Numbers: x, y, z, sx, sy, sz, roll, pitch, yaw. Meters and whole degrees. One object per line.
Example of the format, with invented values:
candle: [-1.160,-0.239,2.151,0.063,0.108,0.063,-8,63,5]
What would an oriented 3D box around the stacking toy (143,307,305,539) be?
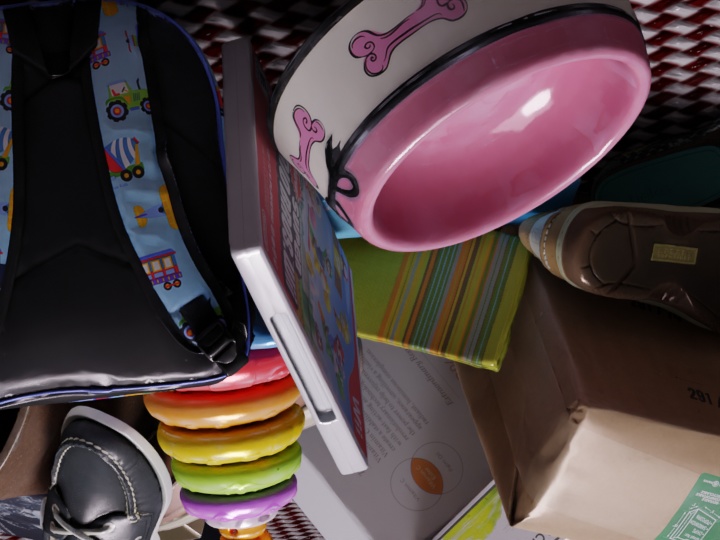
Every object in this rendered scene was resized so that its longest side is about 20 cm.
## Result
stacking toy: [-0.072,0.108,1.246,0.115,0.201,0.110,-3,-167,13]

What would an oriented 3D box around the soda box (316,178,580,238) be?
soda box: [0.023,-0.061,1.253,0.198,0.065,0.068,-4,161,-4]

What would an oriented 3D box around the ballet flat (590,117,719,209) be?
ballet flat: [0.239,-0.069,1.320,0.199,0.075,0.074,-11,161,20]

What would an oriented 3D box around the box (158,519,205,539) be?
box: [-0.131,0.094,1.474,0.121,0.201,0.032,-15,137,41]

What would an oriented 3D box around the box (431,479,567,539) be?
box: [0.132,0.148,1.410,0.117,0.060,0.200,-48,167,30]

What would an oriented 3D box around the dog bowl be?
dog bowl: [0.057,-0.085,1.076,0.199,0.074,0.200,-25,159,-10]

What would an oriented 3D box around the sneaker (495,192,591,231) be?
sneaker: [0.161,-0.009,1.431,0.199,0.076,0.070,5,158,-28]

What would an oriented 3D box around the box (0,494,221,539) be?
box: [-0.199,0.143,1.628,0.199,0.118,0.197,11,163,7]

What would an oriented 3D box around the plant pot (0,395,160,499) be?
plant pot: [-0.224,0.063,1.368,0.199,0.202,0.198,-16,166,28]

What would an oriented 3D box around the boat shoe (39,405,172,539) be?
boat shoe: [-0.157,0.152,1.295,0.075,0.060,0.201,23,149,15]

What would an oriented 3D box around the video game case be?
video game case: [-0.034,-0.005,1.134,0.017,0.144,0.200,-13,140,9]

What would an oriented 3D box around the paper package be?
paper package: [0.171,0.079,1.311,0.199,0.191,0.104,15,124,-24]

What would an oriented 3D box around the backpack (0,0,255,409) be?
backpack: [-0.149,-0.033,1.110,0.181,0.202,0.135,-7,177,-4]

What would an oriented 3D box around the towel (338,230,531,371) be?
towel: [0.000,0.000,1.288,0.199,0.087,0.018,13,157,17]

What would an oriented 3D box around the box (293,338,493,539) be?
box: [0.042,0.093,1.449,0.200,0.152,0.106,-36,169,-16]

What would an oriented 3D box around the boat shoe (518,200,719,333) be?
boat shoe: [0.179,-0.011,1.288,0.199,0.072,0.076,16,-179,-38]

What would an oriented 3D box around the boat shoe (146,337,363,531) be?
boat shoe: [-0.091,0.087,1.343,0.200,0.076,0.072,-41,133,16]
